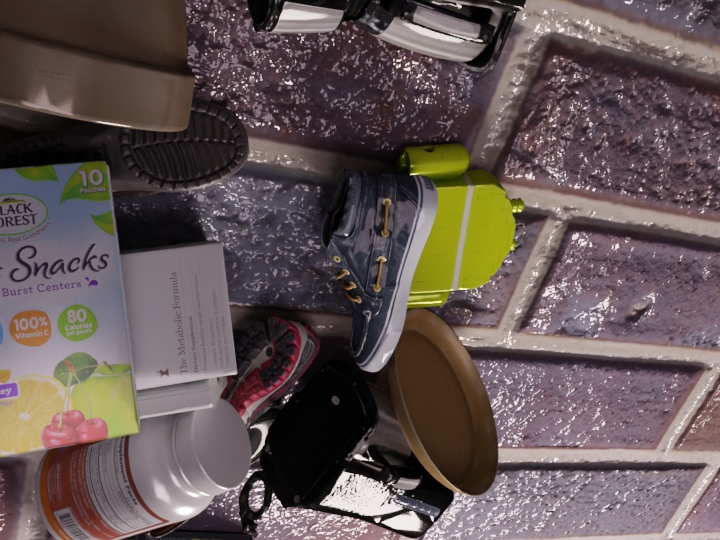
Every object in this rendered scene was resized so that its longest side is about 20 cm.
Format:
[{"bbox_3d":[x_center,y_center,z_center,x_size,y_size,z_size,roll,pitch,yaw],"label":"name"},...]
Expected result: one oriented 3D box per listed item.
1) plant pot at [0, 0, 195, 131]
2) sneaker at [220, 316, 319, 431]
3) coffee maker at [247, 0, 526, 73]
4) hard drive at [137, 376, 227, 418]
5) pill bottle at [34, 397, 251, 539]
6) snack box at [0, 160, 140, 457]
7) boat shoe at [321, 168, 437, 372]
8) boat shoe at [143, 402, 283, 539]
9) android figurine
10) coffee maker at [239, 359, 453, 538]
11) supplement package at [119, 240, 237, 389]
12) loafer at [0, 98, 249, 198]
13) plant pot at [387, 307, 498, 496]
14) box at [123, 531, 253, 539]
[{"bbox_3d":[-0.192,-0.201,0.546,0.196,0.200,0.177,8,105,-26],"label":"plant pot"},{"bbox_3d":[-0.119,0.129,0.868,0.199,0.081,0.074,-41,159,19],"label":"sneaker"},{"bbox_3d":[0.024,-0.262,0.630,0.196,0.134,0.197,4,99,-25],"label":"coffee maker"},{"bbox_3d":[-0.225,0.116,0.763,0.195,0.132,0.027,-8,92,-3],"label":"hard drive"},{"bbox_3d":[-0.206,0.190,0.809,0.197,0.114,0.112,-22,133,25],"label":"pill bottle"},{"bbox_3d":[-0.245,0.028,0.621,0.139,0.053,0.205,-7,96,-16],"label":"snack box"},{"bbox_3d":[0.000,0.000,0.787,0.089,0.071,0.204,7,114,-19],"label":"boat shoe"},{"bbox_3d":[-0.157,0.218,0.918,0.198,0.068,0.072,-32,128,-2],"label":"boat shoe"},{"bbox_3d":[0.072,-0.039,0.844,0.195,0.041,0.185,-7,125,-14],"label":"android figurine"},{"bbox_3d":[-0.003,0.212,0.920,0.190,0.137,0.199,-33,139,23],"label":"coffee maker"},{"bbox_3d":[-0.215,0.043,0.718,0.196,0.109,0.117,-8,94,-17],"label":"supplement package"},{"bbox_3d":[-0.190,-0.097,0.688,0.195,0.071,0.075,-9,99,-15],"label":"loafer"},{"bbox_3d":[0.084,0.139,0.885,0.027,0.203,0.199,-26,133,27],"label":"plant pot"},{"bbox_3d":[-0.202,0.371,0.948,0.196,0.159,0.052,13,120,-29],"label":"box"}]
